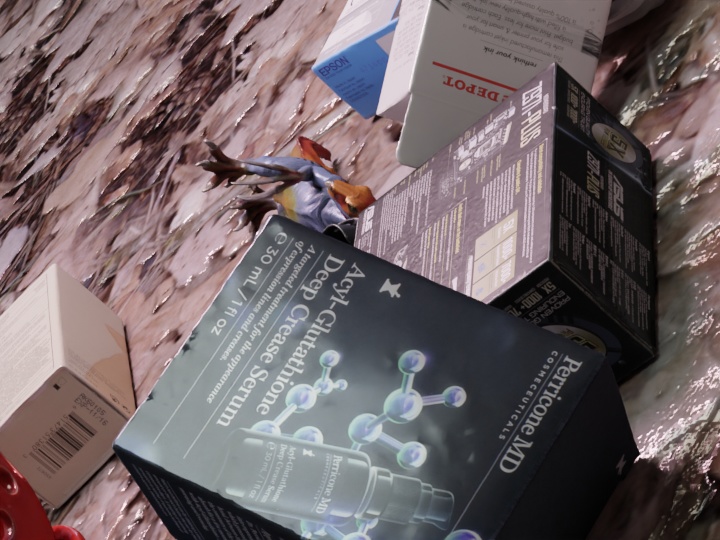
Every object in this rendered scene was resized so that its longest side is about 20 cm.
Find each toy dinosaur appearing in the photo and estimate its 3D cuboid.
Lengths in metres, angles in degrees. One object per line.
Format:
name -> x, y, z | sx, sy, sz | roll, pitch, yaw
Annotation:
toy dinosaur -> -0.028, -0.059, 1.731 | 0.181, 0.105, 0.200 | 3, 40, 40

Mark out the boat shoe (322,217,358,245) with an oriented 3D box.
boat shoe -> -0.001, 0.001, 1.591 | 0.200, 0.066, 0.074 | -57, 22, -20

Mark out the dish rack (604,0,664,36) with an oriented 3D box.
dish rack -> 0.142, -0.212, 1.658 | 0.200, 0.043, 0.172 | -22, 53, 50

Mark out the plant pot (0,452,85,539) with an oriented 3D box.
plant pot -> -0.286, 0.199, 1.653 | 0.200, 0.182, 0.201 | -42, 22, 21

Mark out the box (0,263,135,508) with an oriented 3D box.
box -> -0.229, 0.083, 1.887 | 0.095, 0.078, 0.200 | -45, 21, 11

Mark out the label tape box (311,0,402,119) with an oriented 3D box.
label tape box -> 0.061, -0.221, 1.855 | 0.143, 0.066, 0.200 | -26, 33, 47

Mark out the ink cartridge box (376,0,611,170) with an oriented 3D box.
ink cartridge box -> 0.083, -0.139, 1.539 | 0.068, 0.116, 0.200 | 156, 129, -70

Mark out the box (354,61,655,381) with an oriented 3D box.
box -> 0.076, 0.005, 1.399 | 0.164, 0.086, 0.200 | -38, 24, 27

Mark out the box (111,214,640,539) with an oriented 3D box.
box -> 0.009, 0.088, 1.227 | 0.200, 0.107, 0.149 | 23, 67, 26
